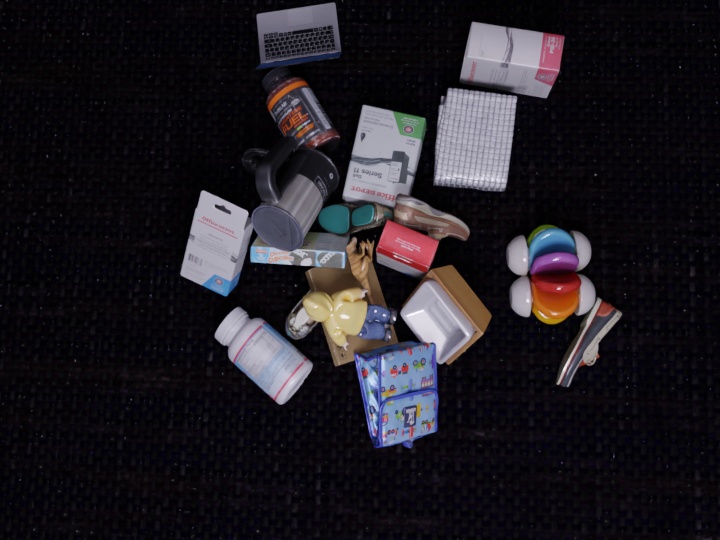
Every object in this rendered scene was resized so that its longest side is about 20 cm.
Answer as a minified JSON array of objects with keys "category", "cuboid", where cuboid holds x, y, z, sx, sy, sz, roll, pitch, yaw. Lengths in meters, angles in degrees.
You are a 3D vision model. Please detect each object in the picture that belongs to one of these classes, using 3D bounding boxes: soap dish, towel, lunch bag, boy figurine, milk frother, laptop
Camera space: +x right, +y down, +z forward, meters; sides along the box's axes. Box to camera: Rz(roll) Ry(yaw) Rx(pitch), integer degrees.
[{"category":"soap dish","cuboid":[0.171,0.089,1.633,0.081,0.201,0.158,-35,80,-26]},{"category":"towel","cuboid":[0.240,-0.276,1.729,0.161,0.086,0.206,6,84,6]},{"category":"lunch bag","cuboid":[0.079,0.257,1.641,0.148,0.093,0.206,-9,94,-34]},{"category":"boy figurine","cuboid":[-0.028,0.093,1.613,0.195,0.064,0.128,13,94,-20]},{"category":"milk frother","cuboid":[-0.176,-0.158,1.668,0.181,0.197,0.190,49,47,-23]},{"category":"laptop","cuboid":[-0.137,-0.507,1.750,0.182,0.116,0.205,-7,74,1]}]

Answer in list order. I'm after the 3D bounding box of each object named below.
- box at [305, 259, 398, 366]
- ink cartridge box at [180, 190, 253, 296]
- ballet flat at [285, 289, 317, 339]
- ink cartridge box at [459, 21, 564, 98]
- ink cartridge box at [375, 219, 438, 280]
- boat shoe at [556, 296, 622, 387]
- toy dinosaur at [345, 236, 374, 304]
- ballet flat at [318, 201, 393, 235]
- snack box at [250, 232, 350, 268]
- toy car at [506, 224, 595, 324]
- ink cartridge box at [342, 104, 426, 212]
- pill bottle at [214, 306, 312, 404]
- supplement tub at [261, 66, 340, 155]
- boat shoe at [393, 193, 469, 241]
[{"category":"box","cuboid":[-0.015,0.080,1.681,0.161,0.021,0.205,-12,79,-35]},{"category":"ink cartridge box","cuboid":[-0.292,-0.065,1.688,0.114,0.067,0.204,24,116,6]},{"category":"ballet flat","cuboid":[-0.085,0.063,1.706,0.072,0.072,0.201,40,86,7]},{"category":"ink cartridge box","cuboid":[0.315,-0.443,1.713,0.195,0.147,0.085,11,82,4]},{"category":"ink cartridge box","cuboid":[0.094,-0.040,1.642,0.114,0.200,0.069,22,83,4]},{"category":"boat shoe","cuboid":[0.466,0.155,1.666,0.062,0.071,0.203,30,81,4]},{"category":"toy dinosaur","cuboid":[0.000,0.000,1.666,0.059,0.202,0.108,-6,44,22]},{"category":"ballet flat","cuboid":[-0.005,-0.106,1.703,0.074,0.198,0.070,8,83,-39]},{"category":"snack box","cuboid":[-0.123,-0.047,1.698,0.194,0.117,0.038,4,111,4]},{"category":"toy car","cuboid":[0.390,0.003,1.647,0.170,0.150,0.206,-3,82,3]},{"category":"ink cartridge box","cuboid":[0.051,-0.230,1.730,0.143,0.083,0.205,12,84,5]},{"category":"pill bottle","cuboid":[-0.202,0.171,1.677,0.199,0.109,0.109,40,86,8]},{"category":"supplement tub","cuboid":[-0.134,-0.336,1.744,0.106,0.107,0.202,-32,81,-2]},{"category":"boat shoe","cuboid":[0.142,-0.094,1.682,0.197,0.075,0.073,21,90,-30]}]
